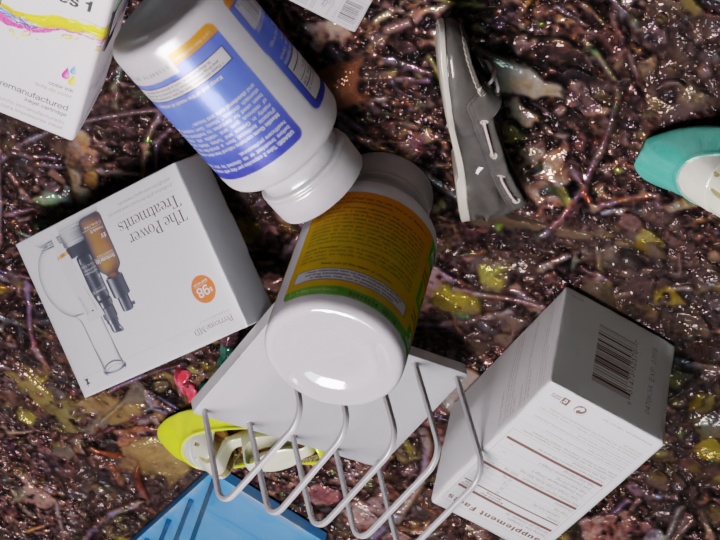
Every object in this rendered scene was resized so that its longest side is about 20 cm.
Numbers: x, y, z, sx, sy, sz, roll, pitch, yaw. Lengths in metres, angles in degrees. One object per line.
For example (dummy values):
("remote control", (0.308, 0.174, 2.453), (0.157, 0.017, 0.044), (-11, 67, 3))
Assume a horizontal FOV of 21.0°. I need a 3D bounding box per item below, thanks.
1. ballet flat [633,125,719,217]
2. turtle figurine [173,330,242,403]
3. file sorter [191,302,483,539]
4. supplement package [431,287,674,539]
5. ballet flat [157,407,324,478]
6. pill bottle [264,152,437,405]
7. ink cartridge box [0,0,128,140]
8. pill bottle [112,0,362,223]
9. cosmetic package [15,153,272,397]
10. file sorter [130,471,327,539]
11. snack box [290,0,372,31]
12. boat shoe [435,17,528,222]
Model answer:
("ballet flat", (0.304, -0.070, 1.474), (0.199, 0.070, 0.067), (2, 133, 16))
("turtle figurine", (-0.084, 0.085, 1.726), (0.200, 0.101, 0.150), (-21, 129, 23))
("file sorter", (-0.017, 0.139, 1.636), (0.200, 0.125, 0.139), (20, 127, -31))
("supplement package", (0.165, 0.133, 1.675), (0.117, 0.117, 0.200), (28, 135, -13))
("ballet flat", (-0.111, 0.163, 1.825), (0.199, 0.067, 0.067), (-7, 130, 23))
("pill bottle", (0.000, 0.000, 1.543), (0.111, 0.200, 0.111), (9, 135, 9))
("ink cartridge box", (-0.256, -0.219, 1.498), (0.145, 0.084, 0.200), (22, 134, -3))
("pill bottle", (-0.089, -0.133, 1.509), (0.112, 0.112, 0.200), (-22, 122, 33))
("cosmetic package", (-0.187, 0.006, 1.666), (0.200, 0.052, 0.151), (-24, 93, 34))
("file sorter", (-0.155, 0.317, 1.945), (0.139, 0.123, 0.200), (34, 133, -14))
("snack box", (0.004, -0.264, 1.417), (0.072, 0.024, 0.200), (26, 134, -7))
("boat shoe", (0.094, -0.119, 1.504), (0.057, 0.067, 0.200), (-8, 136, 3))
